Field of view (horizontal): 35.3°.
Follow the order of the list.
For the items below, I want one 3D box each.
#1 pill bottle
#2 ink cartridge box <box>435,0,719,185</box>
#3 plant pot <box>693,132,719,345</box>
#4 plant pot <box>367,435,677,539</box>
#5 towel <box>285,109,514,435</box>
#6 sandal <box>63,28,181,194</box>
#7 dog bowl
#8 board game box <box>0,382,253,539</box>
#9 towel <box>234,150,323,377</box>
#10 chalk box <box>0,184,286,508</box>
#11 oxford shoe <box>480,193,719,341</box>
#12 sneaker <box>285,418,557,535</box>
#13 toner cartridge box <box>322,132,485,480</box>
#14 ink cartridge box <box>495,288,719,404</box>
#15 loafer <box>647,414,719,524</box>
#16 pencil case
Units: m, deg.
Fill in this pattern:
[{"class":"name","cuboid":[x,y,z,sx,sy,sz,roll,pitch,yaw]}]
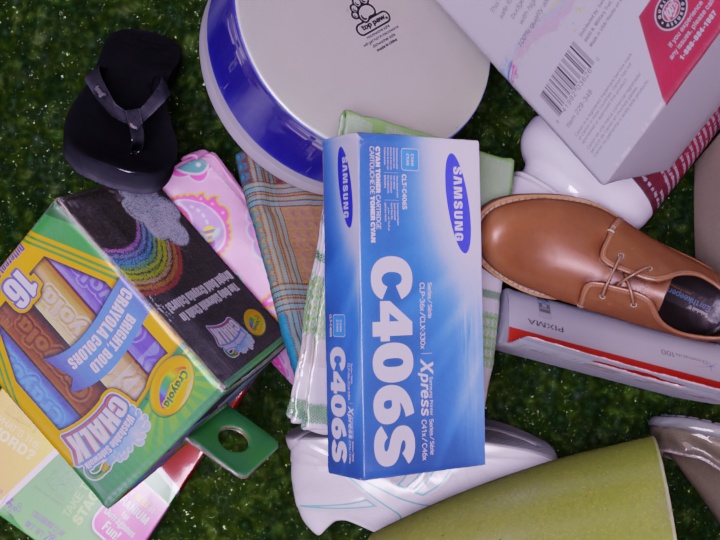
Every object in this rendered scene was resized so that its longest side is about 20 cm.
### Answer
[{"class":"pill bottle","cuboid":[0.190,-0.103,0.822,0.113,0.113,0.201,39,86,1]},{"class":"ink cartridge box","cuboid":[0.151,-0.178,0.715,0.085,0.148,0.201,-12,56,-40]},{"class":"plant pot","cuboid":[0.339,-0.031,0.790,0.197,0.200,0.180,-14,77,-2]},{"class":"plant pot","cuboid":[0.107,0.215,0.752,0.197,0.187,0.190,-7,86,10]},{"class":"towel","cuboid":[0.030,0.011,0.740,0.147,0.031,0.203,13,82,-33]},{"class":"sandal","cuboid":[-0.162,-0.122,0.783,0.075,0.202,0.043,8,128,-14]},{"class":"dog bowl","cuboid":[-0.009,-0.160,0.801,0.197,0.079,0.203,8,72,-23]},{"class":"board game box","cuboid":[-0.185,0.107,0.836,0.152,0.040,0.201,33,86,1]},{"class":"towel","cuboid":[0.000,0.000,0.797,0.145,0.022,0.203,-4,65,-30]},{"class":"chalk box","cuboid":[-0.138,0.058,0.741,0.124,0.125,0.201,-42,87,20]},{"class":"oxford shoe","cuboid":[0.167,-0.002,0.746,0.197,0.071,0.072,16,100,-11]},{"class":"sneaker","cuboid":[0.045,0.151,0.831,0.197,0.070,0.082,-1,95,5]},{"class":"toner cartridge box","cuboid":[0.027,0.021,0.695,0.094,0.043,0.204,-1,89,-35]},{"class":"ink cartridge box","cuboid":[0.173,0.049,0.768,0.158,0.200,0.048,15,84,0]},{"class":"loafer","cuboid":[0.292,0.172,0.825,0.198,0.075,0.070,32,82,1]},{"class":"pencil case","cuboid":[-0.071,0.004,0.822,0.200,0.087,0.087,44,86,3]}]
